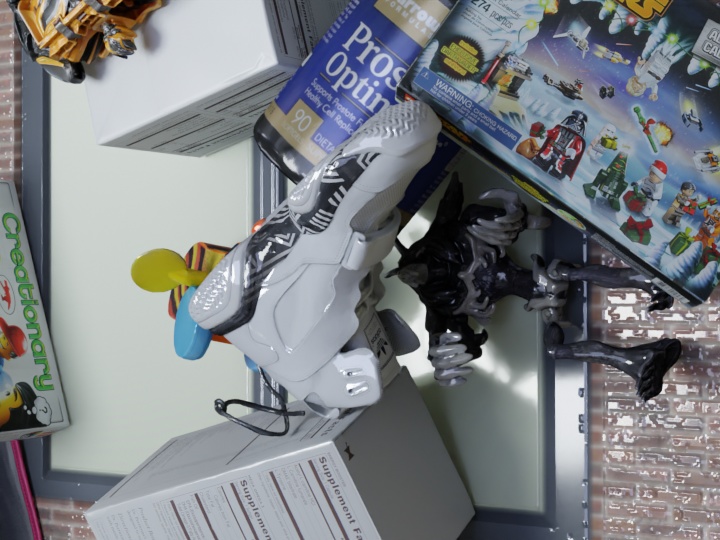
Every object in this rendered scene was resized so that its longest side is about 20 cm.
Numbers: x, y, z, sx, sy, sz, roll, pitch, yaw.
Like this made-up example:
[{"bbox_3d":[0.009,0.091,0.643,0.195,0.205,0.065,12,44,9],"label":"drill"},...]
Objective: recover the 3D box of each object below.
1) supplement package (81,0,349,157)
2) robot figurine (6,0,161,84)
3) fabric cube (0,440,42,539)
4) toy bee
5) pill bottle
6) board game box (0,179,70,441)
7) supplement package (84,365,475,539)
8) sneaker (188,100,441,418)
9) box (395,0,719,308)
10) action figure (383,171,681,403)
[{"bbox_3d":[-0.104,-0.196,0.981,0.155,0.111,0.201,-19,78,31],"label":"supplement package"},{"bbox_3d":[-0.194,-0.220,0.938,0.145,0.058,0.200,-37,69,28],"label":"robot figurine"},{"bbox_3d":[-0.388,0.192,1.112,0.199,0.200,0.197,-22,79,33],"label":"fabric cube"},{"bbox_3d":[-0.067,0.015,0.944,0.200,0.131,0.109,30,106,43],"label":"toy bee"},{"bbox_3d":[0.037,-0.125,0.879,0.112,0.112,0.200,43,100,26],"label":"pill bottle"},{"bbox_3d":[-0.292,0.028,1.092,0.035,0.126,0.201,-21,79,31],"label":"board game box"},{"bbox_3d":[-0.050,0.152,0.925,0.200,0.114,0.110,-20,101,32],"label":"supplement package"},{"bbox_3d":[0.000,0.000,0.809,0.115,0.075,0.200,46,125,-3],"label":"sneaker"},{"bbox_3d":[0.138,-0.093,0.792,0.200,0.040,0.137,35,85,3],"label":"box"},{"bbox_3d":[0.084,0.009,0.863,0.199,0.102,0.119,13,98,29],"label":"action figure"}]
